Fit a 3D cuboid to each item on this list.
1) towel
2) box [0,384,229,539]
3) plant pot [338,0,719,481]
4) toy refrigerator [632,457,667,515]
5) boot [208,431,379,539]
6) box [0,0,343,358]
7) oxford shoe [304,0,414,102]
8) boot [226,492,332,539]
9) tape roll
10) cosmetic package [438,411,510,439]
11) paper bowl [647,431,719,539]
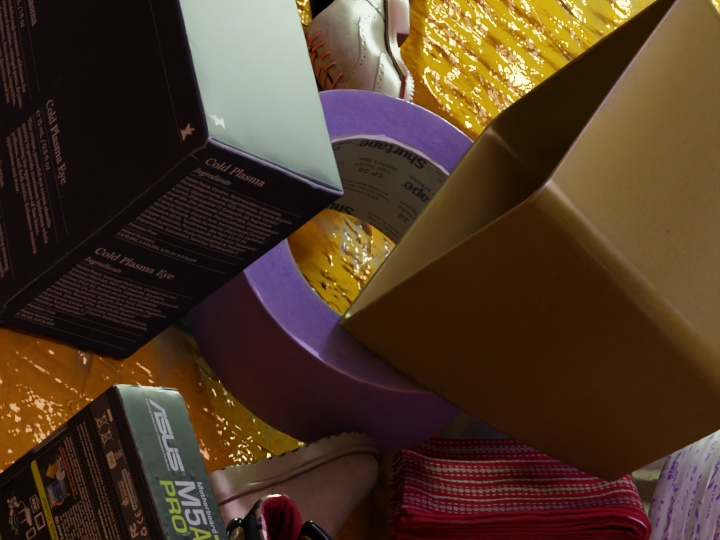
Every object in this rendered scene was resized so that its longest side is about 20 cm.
[{"bbox_3d":[0.088,0.123,1.434,0.200,0.143,0.023,-87,177,-80],"label":"towel"},{"bbox_3d":[-0.118,0.177,1.142,0.044,0.160,0.201,8,53,-47],"label":"box"},{"bbox_3d":[0.144,-0.004,1.380,0.176,0.200,0.200,45,52,-9],"label":"plant pot"},{"bbox_3d":[0.152,0.168,1.482,0.070,0.077,0.200,17,17,28],"label":"toy refrigerator"},{"bbox_3d":[-0.014,0.198,1.357,0.175,0.066,0.201,-12,73,-52],"label":"boot"},{"bbox_3d":[-0.123,-0.088,1.363,0.104,0.182,0.201,19,47,-43],"label":"box"},{"bbox_3d":[-0.010,-0.129,1.669,0.074,0.071,0.201,21,36,-20],"label":"oxford shoe"},{"bbox_3d":[-0.086,0.151,1.216,0.073,0.150,0.201,8,54,-49],"label":"boot"},{"bbox_3d":[0.000,0.000,1.468,0.199,0.085,0.201,12,58,-20],"label":"tape roll"},{"bbox_3d":[0.140,0.046,1.600,0.198,0.081,0.114,-8,61,-21],"label":"cosmetic package"},{"bbox_3d":[0.247,0.184,1.464,0.200,0.104,0.203,-12,103,-59],"label":"paper bowl"}]
